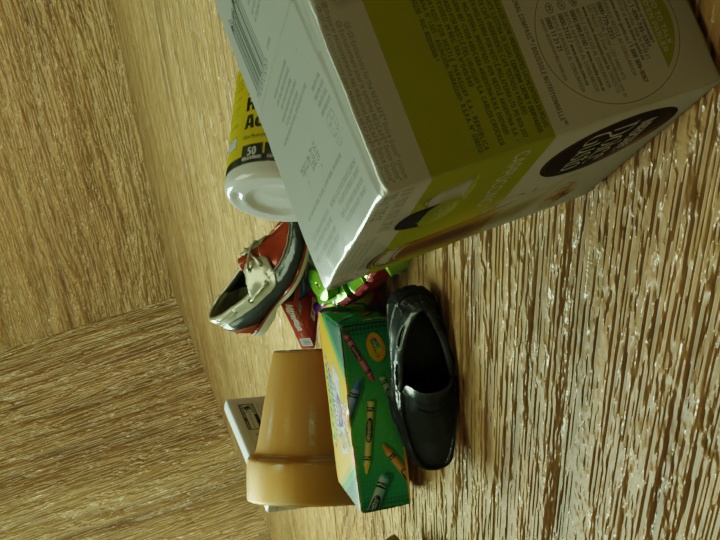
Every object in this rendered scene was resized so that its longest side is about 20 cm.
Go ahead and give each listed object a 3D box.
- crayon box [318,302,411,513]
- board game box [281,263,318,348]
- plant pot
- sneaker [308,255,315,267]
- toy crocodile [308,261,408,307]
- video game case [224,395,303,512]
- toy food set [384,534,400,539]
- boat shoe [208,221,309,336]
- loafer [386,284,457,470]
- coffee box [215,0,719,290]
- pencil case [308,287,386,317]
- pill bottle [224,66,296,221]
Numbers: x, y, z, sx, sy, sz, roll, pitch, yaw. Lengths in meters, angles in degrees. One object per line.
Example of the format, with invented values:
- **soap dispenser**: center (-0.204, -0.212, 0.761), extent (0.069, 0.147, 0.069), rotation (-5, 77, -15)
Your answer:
- **crayon box**: center (0.003, 0.143, 1.357), extent (0.119, 0.058, 0.201), rotation (-152, 54, -76)
- **board game box**: center (-0.065, -0.020, 1.498), extent (0.103, 0.019, 0.201), rotation (71, -161, -55)
- **plant pot**: center (-0.044, 0.189, 1.577), extent (0.200, 0.199, 0.184), rotation (163, 105, -77)
- **sneaker**: center (-0.030, -0.065, 1.389), extent (0.111, 0.077, 0.201), rotation (18, 136, 59)
- **toy crocodile**: center (0.000, 0.000, 1.324), extent (0.062, 0.067, 0.200), rotation (60, 151, 8)
- **video game case**: center (-0.074, 0.244, 1.745), extent (0.200, 0.181, 0.023), rotation (-121, 37, -45)
- **toy food set**: center (0.093, 0.400, 1.554), extent (0.144, 0.060, 0.200), rotation (61, 168, -1)
- **boat shoe**: center (-0.107, 0.002, 1.380), extent (0.200, 0.062, 0.071), rotation (124, 154, -45)
- **loafer**: center (0.062, 0.114, 1.261), extent (0.070, 0.068, 0.202), rotation (-119, 19, -68)
- **coffee box**: center (0.047, -0.133, 0.722), extent (0.200, 0.197, 0.201), rotation (128, 122, -73)
- **pencil case**: center (0.005, 0.112, 1.460), extent (0.088, 0.088, 0.201), rotation (-173, 67, -76)
- **pill bottle**: center (-0.074, -0.160, 1.279), extent (0.111, 0.111, 0.201), rotation (105, 169, -67)
